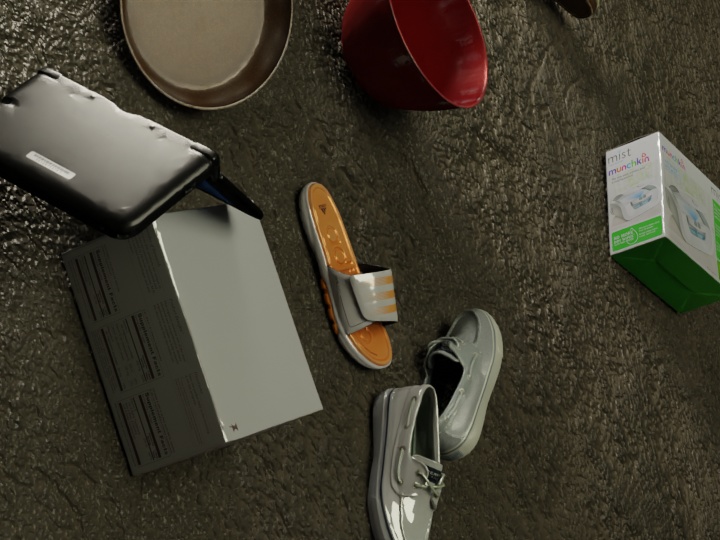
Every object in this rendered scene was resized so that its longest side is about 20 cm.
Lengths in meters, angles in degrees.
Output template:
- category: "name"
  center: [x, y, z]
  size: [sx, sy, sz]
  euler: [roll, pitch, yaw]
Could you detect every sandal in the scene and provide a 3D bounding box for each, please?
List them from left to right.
- category: "sandal"
  center: [-0.004, 0.001, 1.869]
  size: [0.079, 0.059, 0.208]
  euler: [-21, 90, -59]

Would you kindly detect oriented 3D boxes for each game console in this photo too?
- category: "game console"
  center: [-0.208, -0.077, 1.512]
  size: [0.176, 0.199, 0.117]
  euler: [-43, 147, -36]

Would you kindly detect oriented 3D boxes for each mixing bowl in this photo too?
- category: "mixing bowl"
  center: [0.049, -0.262, 2.061]
  size: [0.200, 0.108, 0.202]
  euler: [33, 47, -44]

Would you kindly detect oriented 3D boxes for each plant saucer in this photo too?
- category: "plant saucer"
  center: [-0.154, -0.257, 1.750]
  size: [0.199, 0.032, 0.202]
  euler: [-4, 96, -38]

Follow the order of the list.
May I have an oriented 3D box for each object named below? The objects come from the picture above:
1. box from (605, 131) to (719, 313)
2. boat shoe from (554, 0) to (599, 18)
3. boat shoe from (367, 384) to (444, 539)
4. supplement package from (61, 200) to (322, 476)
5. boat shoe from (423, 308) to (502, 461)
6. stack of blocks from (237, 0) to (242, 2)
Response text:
- category: "box"
  center: [0.437, -0.066, 2.563]
  size: [0.200, 0.096, 0.178]
  euler: [35, 47, -41]
- category: "boat shoe"
  center: [0.258, -0.415, 2.527]
  size: [0.202, 0.074, 0.075]
  euler: [43, 53, -27]
- category: "boat shoe"
  center: [0.051, 0.207, 1.824]
  size: [0.073, 0.066, 0.202]
  euler: [25, 52, -48]
- category: "supplement package"
  center: [-0.144, 0.055, 1.571]
  size: [0.155, 0.110, 0.202]
  euler: [-12, 83, -58]
- category: "boat shoe"
  center: [0.104, 0.109, 1.963]
  size: [0.072, 0.070, 0.202]
  euler: [49, 38, -34]
- category: "stack of blocks"
  center: [-0.188, -0.362, 1.800]
  size: [0.200, 0.058, 0.116]
  euler: [47, 38, -32]
